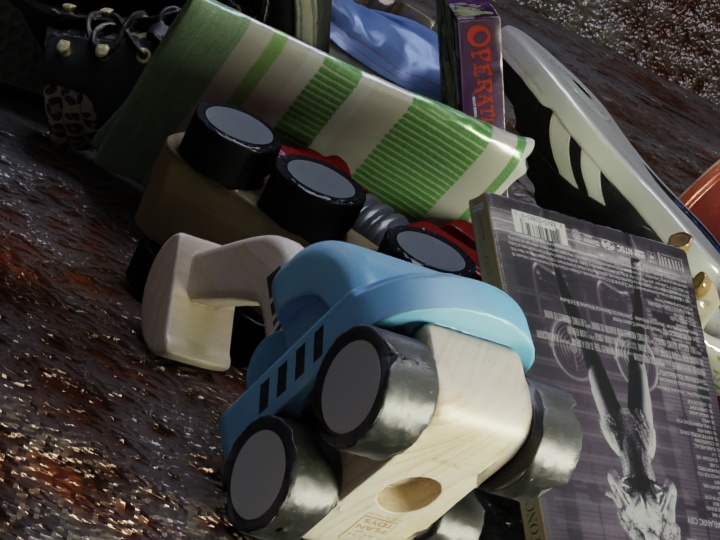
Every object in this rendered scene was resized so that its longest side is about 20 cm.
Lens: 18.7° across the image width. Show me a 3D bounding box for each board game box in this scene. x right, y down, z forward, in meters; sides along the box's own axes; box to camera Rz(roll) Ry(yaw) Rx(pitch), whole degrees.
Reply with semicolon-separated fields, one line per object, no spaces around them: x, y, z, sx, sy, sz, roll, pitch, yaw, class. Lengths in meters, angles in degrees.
0.065;-0.058;1.248;0.032;0.201;0.120;-6;19;-7;board game box

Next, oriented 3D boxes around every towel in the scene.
-0.027;-0.063;1.156;0.200;0.153;0.023;23;51;-17;towel

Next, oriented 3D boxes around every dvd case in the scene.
0.115;0.072;0.970;0.148;0.016;0.201;14;59;-45;dvd case

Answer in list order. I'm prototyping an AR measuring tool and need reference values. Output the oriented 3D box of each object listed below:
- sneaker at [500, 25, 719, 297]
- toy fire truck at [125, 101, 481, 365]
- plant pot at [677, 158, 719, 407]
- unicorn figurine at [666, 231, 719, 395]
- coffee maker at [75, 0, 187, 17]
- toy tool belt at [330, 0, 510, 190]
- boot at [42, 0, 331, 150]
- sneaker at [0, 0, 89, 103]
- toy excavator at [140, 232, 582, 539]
0.111;-0.035;1.252;0.200;0.112;0.073;51;16;13;sneaker
0.000;0.000;1.100;0.176;0.129;0.200;33;25;19;toy fire truck
0.280;0.046;1.312;0.195;0.201;0.201;44;20;27;plant pot
0.242;0.036;1.184;0.199;0.138;0.074;0;41;32;unicorn figurine
-0.149;-0.203;1.230;0.200;0.135;0.192;36;32;-22;coffee maker
0.027;-0.119;1.338;0.200;0.123;0.125;23;14;-22;toy tool belt
-0.093;-0.128;1.158;0.153;0.204;0.074;5;48;2;boot
-0.237;-0.172;1.280;0.202;0.077;0.146;24;21;-49;sneaker
-0.015;0.032;0.910;0.100;0.194;0.200;18;44;-33;toy excavator
